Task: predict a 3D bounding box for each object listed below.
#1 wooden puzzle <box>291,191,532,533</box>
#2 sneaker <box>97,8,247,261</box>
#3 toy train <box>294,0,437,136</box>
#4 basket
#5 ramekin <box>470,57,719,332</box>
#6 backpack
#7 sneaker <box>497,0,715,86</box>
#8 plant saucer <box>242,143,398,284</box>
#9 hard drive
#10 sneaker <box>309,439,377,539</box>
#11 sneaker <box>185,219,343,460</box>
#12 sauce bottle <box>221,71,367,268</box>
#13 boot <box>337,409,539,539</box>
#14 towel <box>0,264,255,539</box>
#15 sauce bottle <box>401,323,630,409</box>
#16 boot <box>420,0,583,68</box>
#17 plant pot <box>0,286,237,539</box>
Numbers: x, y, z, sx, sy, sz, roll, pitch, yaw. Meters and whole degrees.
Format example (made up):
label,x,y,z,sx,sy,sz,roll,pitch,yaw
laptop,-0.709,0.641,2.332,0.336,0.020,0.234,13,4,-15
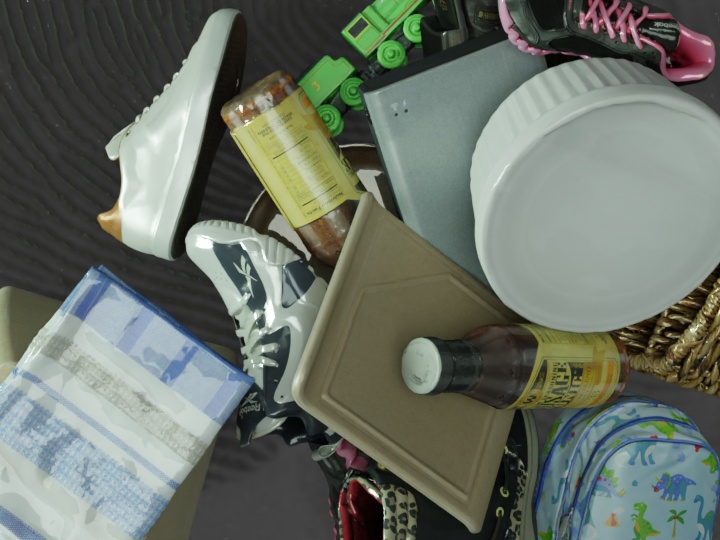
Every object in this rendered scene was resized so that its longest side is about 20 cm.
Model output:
label,x,y,z,sx,sy,sz,roll,pitch,yaw
wooden puzzle,0.040,0.068,1.435,0.200,0.037,0.185,40,50,-26
sneaker,-0.150,-0.114,1.511,0.084,0.073,0.201,17,84,13
toy train,0.020,-0.184,1.533,0.056,0.042,0.200,45,90,6
basket,0.254,-0.013,1.503,0.149,0.143,0.201,21,92,-5
ramekin,0.172,-0.062,1.426,0.202,0.094,0.203,-7,126,-9
backpack,0.203,0.195,1.524,0.163,0.154,0.201,10,80,-12
sneaker,0.185,-0.180,1.433,0.200,0.095,0.079,20,80,-41
plant saucer,0.000,0.000,1.547,0.199,0.032,0.201,0,94,-2
hard drive,0.092,-0.071,1.488,0.139,0.033,0.201,-22,115,-8
sneaker,0.004,0.209,1.540,0.095,0.079,0.200,-31,90,21
sneaker,-0.074,0.063,1.474,0.199,0.079,0.130,42,64,-12
sauce bottle,-0.029,-0.053,1.488,0.066,0.066,0.200,-32,104,-1
boot,0.058,0.151,1.478,0.153,0.073,0.204,18,58,-35
towel,-0.188,0.114,1.372,0.147,0.024,0.200,37,90,-5
sauce bottle,0.113,0.071,1.434,0.200,0.066,0.066,0,95,-42
boot,0.134,-0.226,1.494,0.173,0.069,0.201,-10,122,-16
plant pot,-0.212,0.139,1.472,0.199,0.177,0.200,16,93,-5
